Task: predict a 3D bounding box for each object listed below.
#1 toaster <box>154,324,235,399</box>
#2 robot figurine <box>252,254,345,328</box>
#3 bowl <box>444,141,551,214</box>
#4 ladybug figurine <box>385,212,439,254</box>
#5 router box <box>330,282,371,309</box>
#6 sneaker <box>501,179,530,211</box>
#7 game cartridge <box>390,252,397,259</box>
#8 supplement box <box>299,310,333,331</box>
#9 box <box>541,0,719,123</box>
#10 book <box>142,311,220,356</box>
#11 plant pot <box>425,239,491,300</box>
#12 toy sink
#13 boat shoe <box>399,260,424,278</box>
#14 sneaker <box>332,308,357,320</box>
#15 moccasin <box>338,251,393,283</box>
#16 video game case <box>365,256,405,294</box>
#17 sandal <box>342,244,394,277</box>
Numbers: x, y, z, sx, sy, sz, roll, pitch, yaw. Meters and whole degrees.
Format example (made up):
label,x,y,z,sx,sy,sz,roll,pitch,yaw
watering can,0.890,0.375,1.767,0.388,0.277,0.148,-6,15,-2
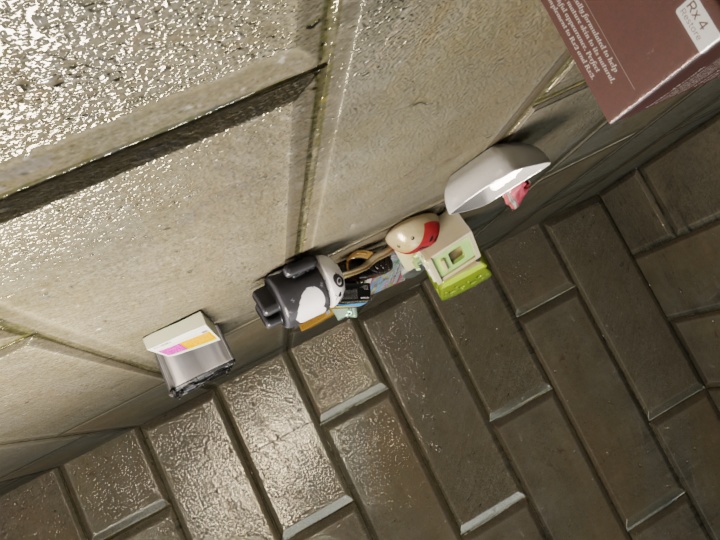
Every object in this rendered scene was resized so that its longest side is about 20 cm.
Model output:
label,x,y,z,sx,sy,sz,roll,pitch,yaw
toaster,-0.422,0.237,1.636,0.179,0.120,0.200,-25,173,-20
robot figurine,-0.128,0.047,1.373,0.198,0.126,0.150,-24,180,-19
bowl,0.274,-0.200,1.334,0.199,0.075,0.199,-34,171,40
ladybug figurine,0.140,-0.089,1.614,0.135,0.073,0.199,-32,172,30
router box,-0.085,0.070,1.684,0.197,0.052,0.149,-2,170,-16
sneaker,0.442,-0.221,1.796,0.086,0.074,0.200,-31,172,19
game cartridge,0.179,-0.094,1.879,0.198,0.039,0.130,-29,176,8
supplement box,-0.133,0.138,2.214,0.199,0.069,0.066,-34,169,30
box,0.314,-0.275,0.604,0.198,0.168,0.164,-24,173,-20
book,-0.395,0.149,1.434,0.132,0.049,0.200,-24,171,-9
plant pot,0.304,-0.038,2.102,0.198,0.201,0.181,-27,167,6
toy sink,0.210,-0.050,1.740,0.198,0.113,0.131,-32,142,2
boat shoe,0.186,-0.049,1.893,0.074,0.066,0.202,4,148,-37
sneaker,-0.011,0.083,2.068,0.199,0.119,0.074,-31,170,17
moccasin,0.001,0.002,1.723,0.199,0.075,0.078,-22,174,-32
video game case,0.094,0.002,2.038,0.198,0.017,0.144,-21,142,-42
sandal,0.005,-0.030,1.622,0.199,0.055,0.080,-31,-175,-29
